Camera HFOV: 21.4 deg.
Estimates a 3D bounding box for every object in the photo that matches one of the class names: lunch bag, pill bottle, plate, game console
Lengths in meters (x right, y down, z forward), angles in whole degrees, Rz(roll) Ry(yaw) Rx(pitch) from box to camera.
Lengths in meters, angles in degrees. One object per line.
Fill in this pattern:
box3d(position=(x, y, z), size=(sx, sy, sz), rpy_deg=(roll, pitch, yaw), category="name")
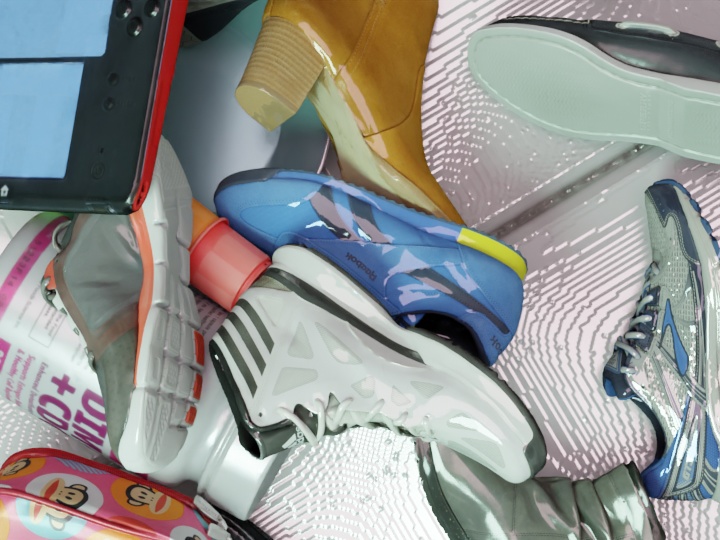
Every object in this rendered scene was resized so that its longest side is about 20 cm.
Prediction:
box3d(position=(-0.157, 0.218, 1.119), size=(0.175, 0.082, 0.201), rpy_deg=(18, 110, 5), category="lunch bag")
box3d(position=(-0.131, 0.059, 1.143), size=(0.199, 0.113, 0.114), rpy_deg=(29, 87, 5), category="pill bottle")
box3d(position=(-0.115, -0.097, 1.201), size=(0.198, 0.026, 0.202), rpy_deg=(0, 84, 3), category="plate")
box3d(position=(-0.186, -0.122, 1.096), size=(0.199, 0.031, 0.178), rpy_deg=(3, 76, 35), category="game console")

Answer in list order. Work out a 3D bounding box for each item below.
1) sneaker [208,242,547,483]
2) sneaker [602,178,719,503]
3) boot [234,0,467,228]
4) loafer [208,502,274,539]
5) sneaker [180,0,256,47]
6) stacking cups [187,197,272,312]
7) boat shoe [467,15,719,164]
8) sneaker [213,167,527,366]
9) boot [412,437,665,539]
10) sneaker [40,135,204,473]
box3d(position=(0.000, 0.083, 1.069), size=(0.200, 0.076, 0.115), rpy_deg=(34, 66, 16), category="sneaker")
box3d(position=(0.186, 0.046, 1.152), size=(0.084, 0.077, 0.202), rpy_deg=(-10, 84, 6), category="sneaker")
box3d(position=(0.024, -0.109, 1.174), size=(0.201, 0.071, 0.145), rpy_deg=(40, 60, -21), category="boot")
box3d(position=(-0.045, 0.226, 1.146), size=(0.068, 0.070, 0.201), rpy_deg=(-36, 85, -2), category="loafer")
box3d(position=(-0.076, -0.231, 1.119), size=(0.077, 0.202, 0.147), rpy_deg=(9, 72, -39), category="sneaker")
box3d(position=(-0.139, -0.046, 1.148), size=(0.199, 0.061, 0.061), rpy_deg=(36, 87, 9), category="stacking cups")
box3d(position=(0.165, -0.119, 1.174), size=(0.199, 0.076, 0.060), rpy_deg=(21, 48, 13), category="boat shoe")
box3d(position=(0.000, 0.000, 1.134), size=(0.199, 0.066, 0.079), rpy_deg=(19, 65, 3), category="sneaker")
box3d(position=(0.109, 0.135, 1.145), size=(0.130, 0.068, 0.202), rpy_deg=(-17, 93, 8), category="boot")
box3d(position=(-0.138, 0.022, 1.069), size=(0.081, 0.077, 0.202), rpy_deg=(-9, 62, 13), category="sneaker")
